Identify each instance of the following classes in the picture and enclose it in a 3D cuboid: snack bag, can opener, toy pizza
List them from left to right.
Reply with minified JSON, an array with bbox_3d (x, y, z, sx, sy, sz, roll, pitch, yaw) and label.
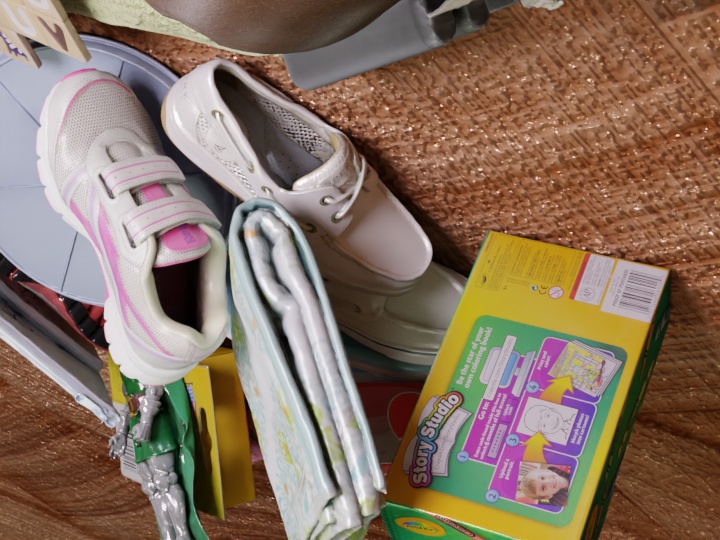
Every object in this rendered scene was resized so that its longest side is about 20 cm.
[{"bbox_3d":[-0.267,0.026,1.075,0.189,0.021,0.200,45,179,-24],"label":"snack bag"},{"bbox_3d":[-0.175,-0.065,0.924,0.200,0.032,0.200,7,121,11],"label":"toy pizza"},{"bbox_3d":[0.035,-0.139,0.687,0.200,0.053,0.066,-17,97,50],"label":"can opener"}]

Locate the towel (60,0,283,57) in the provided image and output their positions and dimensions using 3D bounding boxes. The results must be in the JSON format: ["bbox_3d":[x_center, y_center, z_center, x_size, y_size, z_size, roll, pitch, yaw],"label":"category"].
[{"bbox_3d":[-0.125,-0.181,0.741,0.200,0.036,0.148,16,150,16],"label":"towel"}]

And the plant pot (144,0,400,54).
[{"bbox_3d":[-0.010,-0.182,0.503,0.200,0.200,0.198,31,160,-12],"label":"plant pot"}]

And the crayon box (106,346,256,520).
[{"bbox_3d":[-0.144,0.124,1.146,0.051,0.127,0.200,-10,-171,-31],"label":"crayon box"}]

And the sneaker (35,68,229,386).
[{"bbox_3d":[-0.126,-0.030,0.836,0.088,0.081,0.200,-11,104,53],"label":"sneaker"}]

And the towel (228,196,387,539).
[{"bbox_3d":[-0.041,0.077,0.838,0.048,0.200,0.171,-13,158,-14],"label":"towel"}]

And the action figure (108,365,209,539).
[{"bbox_3d":[-0.162,0.126,1.080,0.055,0.200,0.118,-7,168,-29],"label":"action figure"}]

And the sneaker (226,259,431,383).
[{"bbox_3d":[-0.024,0.063,1.038,0.200,0.080,0.131,17,150,17],"label":"sneaker"}]

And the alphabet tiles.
[{"bbox_3d":[-0.243,-0.184,0.807,0.200,0.008,0.167,26,156,32],"label":"alphabet tiles"}]

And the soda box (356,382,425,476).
[{"bbox_3d":[0.051,0.120,0.982,0.200,0.063,0.070,2,148,-28],"label":"soda box"}]

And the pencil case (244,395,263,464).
[{"bbox_3d":[-0.082,0.119,1.169,0.083,0.087,0.200,41,151,-16],"label":"pencil case"}]

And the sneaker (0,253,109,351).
[{"bbox_3d":[-0.257,-0.012,1.102,0.200,0.074,0.087,51,163,-29],"label":"sneaker"}]

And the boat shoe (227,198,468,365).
[{"bbox_3d":[0.000,0.000,0.923,0.200,0.071,0.070,25,158,13],"label":"boat shoe"}]

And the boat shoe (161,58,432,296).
[{"bbox_3d":[-0.028,-0.054,0.844,0.200,0.071,0.069,36,152,-17],"label":"boat shoe"}]

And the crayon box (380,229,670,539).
[{"bbox_3d":[0.102,0.079,0.832,0.119,0.200,0.058,14,150,21],"label":"crayon box"}]
